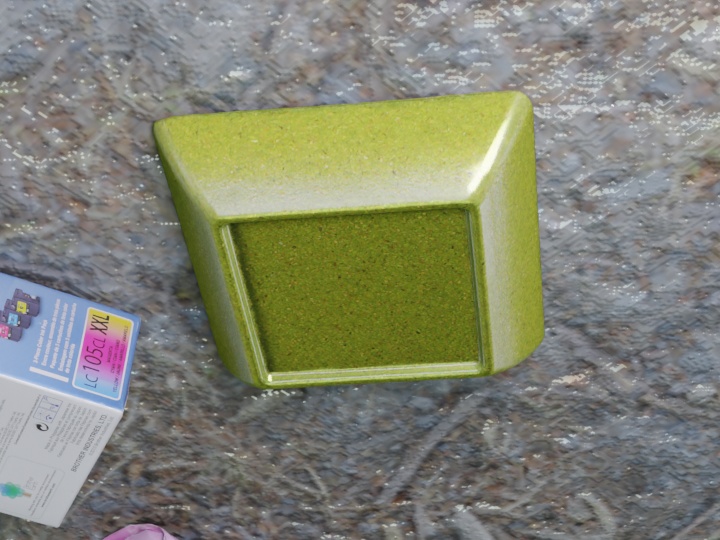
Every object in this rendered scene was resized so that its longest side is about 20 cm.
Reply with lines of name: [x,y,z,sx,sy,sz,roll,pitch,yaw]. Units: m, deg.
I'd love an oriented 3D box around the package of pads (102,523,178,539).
package of pads: [-0.115,0.280,1.056,0.075,0.121,0.200,-20,133,30]

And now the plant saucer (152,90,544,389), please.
plant saucer: [0.000,0.000,0.805,0.197,0.048,0.201,-4,137,6]

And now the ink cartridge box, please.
ink cartridge box: [-0.246,0.062,0.861,0.198,0.077,0.137,18,134,-18]
